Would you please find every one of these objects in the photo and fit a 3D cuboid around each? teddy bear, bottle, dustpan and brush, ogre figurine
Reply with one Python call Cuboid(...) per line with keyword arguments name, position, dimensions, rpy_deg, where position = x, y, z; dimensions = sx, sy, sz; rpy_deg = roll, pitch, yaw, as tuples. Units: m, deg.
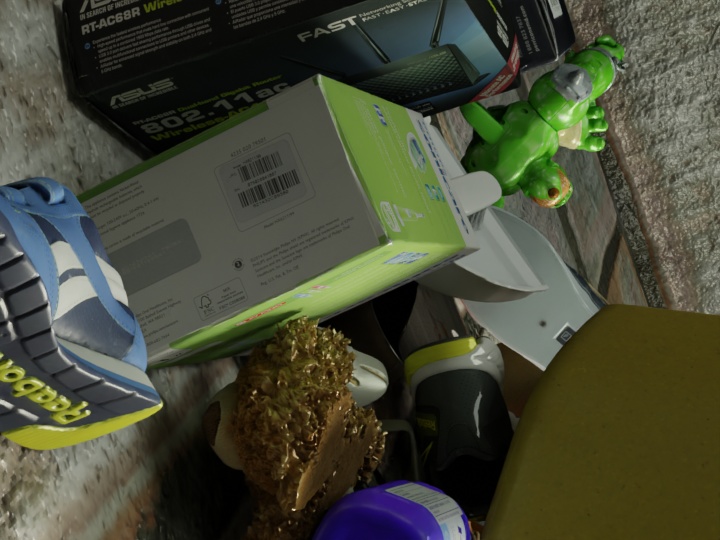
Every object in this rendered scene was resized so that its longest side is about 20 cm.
Cuboid(name="teddy bear", position=(-0.035, 0.093, 0.937), dimensions=(0.200, 0.067, 0.146), rpy_deg=(15, 94, -77))
Cuboid(name="bottle", position=(0.021, 0.151, 0.958), dimensions=(0.200, 0.065, 0.084), rpy_deg=(22, 87, -78))
Cuboid(name="dustpan and brush", position=(0.035, -0.032, 1.103), dimensions=(0.200, 0.057, 0.140), rpy_deg=(-22, 74, -47))
Cuboid(name="ogre figurine", position=(0.105, -0.083, 1.289), dimensions=(0.098, 0.199, 0.120), rpy_deg=(64, 11, 1))

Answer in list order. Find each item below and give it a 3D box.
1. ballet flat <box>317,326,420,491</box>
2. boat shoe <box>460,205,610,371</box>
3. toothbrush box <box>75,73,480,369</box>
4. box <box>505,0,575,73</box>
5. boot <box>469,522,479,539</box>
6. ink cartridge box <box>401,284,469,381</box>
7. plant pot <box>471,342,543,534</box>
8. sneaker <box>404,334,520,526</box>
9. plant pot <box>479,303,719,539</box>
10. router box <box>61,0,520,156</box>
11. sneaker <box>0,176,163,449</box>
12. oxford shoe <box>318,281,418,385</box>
Cuboid(name="ballet flat", position=(-0.008, 0.087, 1.069), dimensions=(0.072, 0.072, 0.201), rpy_deg=(-76, 145, -65))
Cuboid(name="boat shoe", position=(0.127, 0.030, 1.261), dimensions=(0.200, 0.071, 0.091), rpy_deg=(45, 5, -10))
Cuboid(name="toothbrush box", position=(-0.039, -0.019, 0.907), dimensions=(0.086, 0.145, 0.200), rpy_deg=(67, 14, 7))
Cuboid(name="box", position=(0.034, -0.163, 1.259), dimensions=(0.148, 0.199, 0.105), rpy_deg=(-47, 117, -75))
Cuboid(name="boot", position=(0.061, 0.205, 1.160), dimensions=(0.200, 0.068, 0.189), rpy_deg=(-82, 153, -49))
Cuboid(name="ink cartridge box", position=(0.059, 0.034, 1.260), dimensions=(0.200, 0.057, 0.163), rpy_deg=(28, -35, 60))
Cuboid(name="plant pot", position=(0.133, 0.143, 1.370), dimensions=(0.200, 0.186, 0.187), rpy_deg=(-105, 171, -61))
Cuboid(name="sneaker", position=(0.067, 0.120, 1.116), dimensions=(0.200, 0.074, 0.085), rpy_deg=(62, 20, -53))
Cuboid(name="plant pot", position=(0.182, 0.134, 1.065), dimensions=(0.194, 0.195, 0.201), rpy_deg=(73, 26, -57))
Cuboid(name="router box", position=(-0.030, -0.118, 0.954), dimensions=(0.150, 0.199, 0.062), rpy_deg=(40, 36, -65))
Cuboid(name="sneaker", position=(-0.137, 0.001, 0.685), dimensions=(0.200, 0.074, 0.083), rpy_deg=(61, 15, -63))
Cuboid(name="oxford shoe", position=(0.000, 0.000, 1.178), dimensions=(0.073, 0.084, 0.201), rpy_deg=(53, 22, -48))
